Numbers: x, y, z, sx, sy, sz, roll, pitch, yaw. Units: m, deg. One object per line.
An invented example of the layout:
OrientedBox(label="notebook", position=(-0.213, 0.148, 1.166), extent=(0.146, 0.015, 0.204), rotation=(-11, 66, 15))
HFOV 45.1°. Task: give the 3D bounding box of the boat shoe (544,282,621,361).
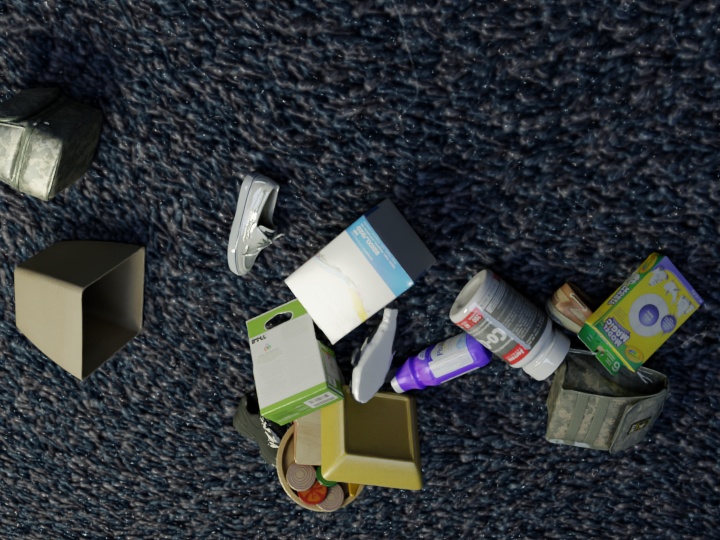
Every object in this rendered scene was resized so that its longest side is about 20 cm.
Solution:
OrientedBox(label="boat shoe", position=(0.425, 0.091, 1.537), extent=(0.199, 0.076, 0.074), rotation=(30, 116, -6))

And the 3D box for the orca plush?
OrientedBox(label="orca plush", position=(0.015, 0.146, 1.634), extent=(0.104, 0.071, 0.203), rotation=(7, 91, -33))

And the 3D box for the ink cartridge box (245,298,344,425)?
OrientedBox(label="ink cartridge box", position=(-0.126, 0.168, 1.649), extent=(0.147, 0.202, 0.076), rotation=(-24, 148, 16))

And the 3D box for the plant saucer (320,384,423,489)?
OrientedBox(label="plant saucer", position=(0.026, 0.299, 1.621), extent=(0.198, 0.202, 0.049), rotation=(10, 140, -15))

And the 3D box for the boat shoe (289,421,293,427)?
OrientedBox(label="boat shoe", position=(-0.096, 0.348, 1.772), extent=(0.075, 0.072, 0.201), rotation=(-21, 111, 20))

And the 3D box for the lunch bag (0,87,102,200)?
OrientedBox(label="lunch bag", position=(-0.561, -0.229, 1.488), extent=(0.166, 0.201, 0.140), rotation=(22, 119, -3))

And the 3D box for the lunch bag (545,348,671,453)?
OrientedBox(label="lunch bag", position=(0.448, 0.244, 1.573), extent=(0.198, 0.118, 0.165), rotation=(9, 137, 5))

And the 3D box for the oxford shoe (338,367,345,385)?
OrientedBox(label="oxford shoe", position=(-0.044, 0.277, 1.735), extent=(0.074, 0.058, 0.202), rotation=(-14, 115, 15))

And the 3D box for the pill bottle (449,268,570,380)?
OrientedBox(label="pill bottle", position=(0.268, 0.100, 1.544), extent=(0.199, 0.114, 0.114), rotation=(37, 118, -7))

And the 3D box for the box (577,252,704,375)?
OrientedBox(label="box", position=(0.479, 0.080, 1.490), extent=(0.200, 0.048, 0.117), rotation=(-45, 103, 2))

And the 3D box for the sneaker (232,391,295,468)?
OrientedBox(label="sneaker", position=(-0.178, 0.321, 1.733), extent=(0.199, 0.076, 0.091), rotation=(33, 129, 23))

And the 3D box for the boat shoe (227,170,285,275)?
OrientedBox(label="boat shoe", position=(-0.179, -0.073, 1.565), extent=(0.085, 0.075, 0.204), rotation=(23, 114, 18))

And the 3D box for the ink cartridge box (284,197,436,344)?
OrientedBox(label="ink cartridge box", position=(0.000, 0.000, 1.516), extent=(0.199, 0.147, 0.145), rotation=(-38, 91, 26))

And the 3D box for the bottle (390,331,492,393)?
OrientedBox(label="bottle", position=(0.149, 0.174, 1.628), extent=(0.199, 0.084, 0.066), rotation=(-26, 103, 23))

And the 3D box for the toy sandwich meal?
OrientedBox(label="toy sandwich meal", position=(-0.069, 0.358, 1.662), extent=(0.202, 0.070, 0.208), rotation=(1, 77, -4))

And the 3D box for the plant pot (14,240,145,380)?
OrientedBox(label="plant pot", position=(-0.541, 0.053, 1.647), extent=(0.175, 0.200, 0.202), rotation=(18, 120, 14))
